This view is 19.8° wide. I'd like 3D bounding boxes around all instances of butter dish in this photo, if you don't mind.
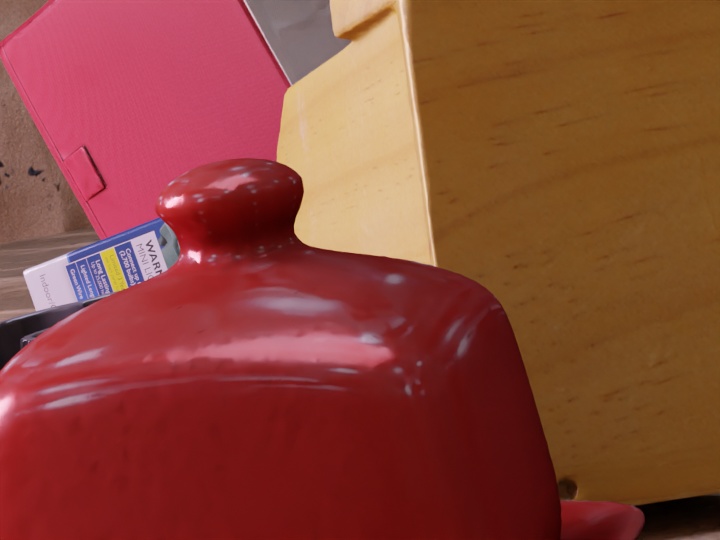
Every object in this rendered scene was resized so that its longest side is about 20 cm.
[{"bbox_3d":[-0.029,0.042,0.598,0.198,0.149,0.199,-6,4,15],"label":"butter dish"}]

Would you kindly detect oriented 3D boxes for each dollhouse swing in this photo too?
[{"bbox_3d":[0.066,-0.008,0.797,0.180,0.202,0.176,-7,-6,-5],"label":"dollhouse swing"}]

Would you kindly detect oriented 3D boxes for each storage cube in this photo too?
[{"bbox_3d":[-0.056,-0.109,1.130,0.179,0.201,0.171,-29,0,43],"label":"storage cube"}]

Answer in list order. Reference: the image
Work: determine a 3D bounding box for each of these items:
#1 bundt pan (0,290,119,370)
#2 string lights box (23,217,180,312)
[{"bbox_3d":[-0.117,0.060,0.859,0.200,0.076,0.202,-13,7,2],"label":"bundt pan"},{"bbox_3d":[-0.048,0.013,0.970,0.199,0.104,0.059,-20,0,21],"label":"string lights box"}]
